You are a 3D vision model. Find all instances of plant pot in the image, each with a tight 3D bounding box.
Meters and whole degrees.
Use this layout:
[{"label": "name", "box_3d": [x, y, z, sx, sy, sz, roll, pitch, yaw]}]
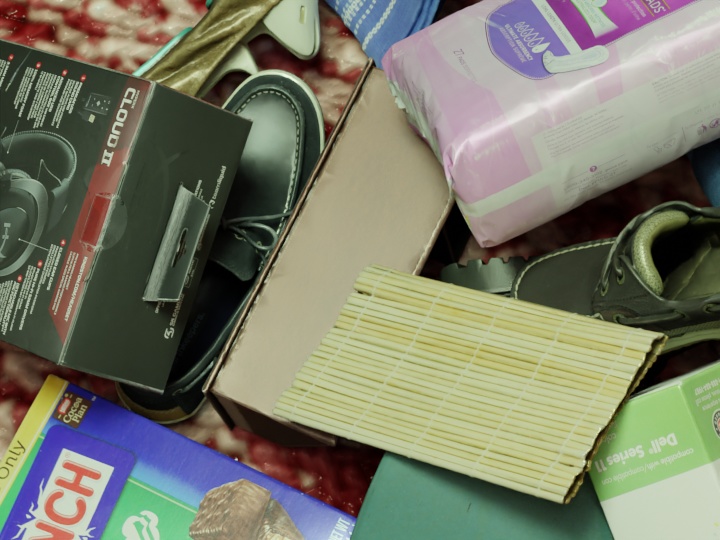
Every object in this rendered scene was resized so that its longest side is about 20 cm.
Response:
[{"label": "plant pot", "box_3d": [0.065, 0.166, 1.206, 0.140, 0.142, 0.201, 4, 61, 13]}]

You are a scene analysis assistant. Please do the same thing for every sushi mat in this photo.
[{"label": "sushi mat", "box_3d": [0.047, 0.050, 1.188, 0.199, 0.012, 0.096, 13, 65, 45]}]

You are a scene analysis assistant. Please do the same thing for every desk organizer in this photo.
[{"label": "desk organizer", "box_3d": [0.000, 0.000, 1.311, 0.077, 0.072, 0.201, 23, 76, 16]}]

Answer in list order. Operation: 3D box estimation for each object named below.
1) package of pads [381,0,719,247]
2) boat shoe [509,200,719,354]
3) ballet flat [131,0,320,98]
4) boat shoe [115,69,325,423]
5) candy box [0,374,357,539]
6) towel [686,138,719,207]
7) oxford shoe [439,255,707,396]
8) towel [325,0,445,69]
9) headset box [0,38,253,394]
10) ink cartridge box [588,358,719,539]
[{"label": "package of pads", "box_3d": [0.120, -0.100, 1.232, 0.199, 0.076, 0.121, -25, 39, -1]}, {"label": "boat shoe", "box_3d": [0.149, -0.002, 1.178, 0.199, 0.065, 0.074, -6, 50, 39]}, {"label": "ballet flat", "box_3d": [-0.069, -0.122, 1.367, 0.072, 0.068, 0.200, 42, 93, 0]}, {"label": "boat shoe", "box_3d": [-0.075, -0.014, 1.320, 0.074, 0.062, 0.201, 25, 84, 8]}, {"label": "candy box", "box_3d": [-0.108, 0.170, 1.266, 0.199, 0.077, 0.170, 23, 76, 20]}, {"label": "towel", "box_3d": [0.214, -0.082, 1.263, 0.111, 0.049, 0.201, -33, 40, 11]}, {"label": "oxford shoe", "box_3d": [0.138, 0.037, 1.273, 0.198, 0.073, 0.085, -6, 71, 22]}, {"label": "towel", "box_3d": [-0.011, -0.218, 1.366, 0.024, 0.145, 0.200, -19, 59, -38]}, {"label": "headset box", "box_3d": [-0.152, -0.032, 1.290, 0.199, 0.077, 0.150, 17, 89, 44]}, {"label": "ink cartridge box", "box_3d": [0.184, 0.145, 1.172, 0.067, 0.117, 0.201, -24, 85, 33]}]
